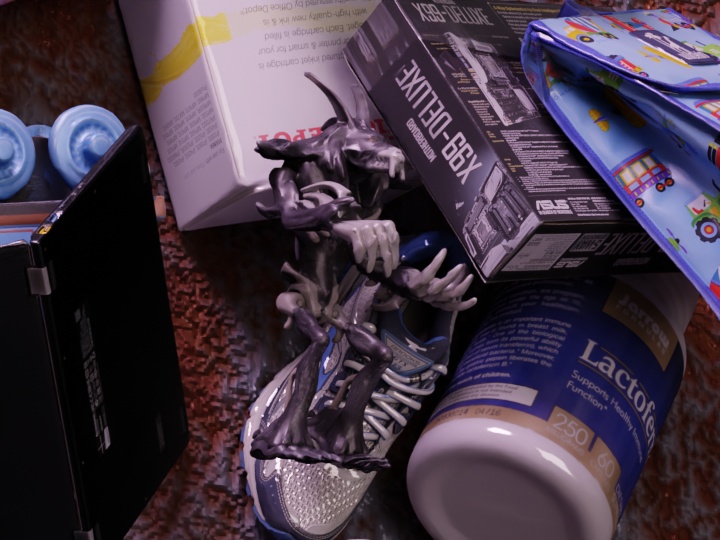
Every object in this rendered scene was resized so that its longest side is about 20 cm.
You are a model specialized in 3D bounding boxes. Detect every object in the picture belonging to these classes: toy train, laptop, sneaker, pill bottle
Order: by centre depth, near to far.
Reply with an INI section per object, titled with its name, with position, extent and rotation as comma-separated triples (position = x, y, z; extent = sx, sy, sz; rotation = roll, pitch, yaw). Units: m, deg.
[laptop]
position = -0.182, 0.052, 1.428
extent = 0.200, 0.115, 0.188
rotation = -56, 145, -55
[toy train]
position = -0.193, -0.021, 1.469
extent = 0.199, 0.087, 0.115
rotation = -3, 84, -33
[sneaker]
position = 0.002, 0.056, 1.552
extent = 0.077, 0.085, 0.201
rotation = 33, 61, -17
[pill bottle]
position = 0.111, 0.064, 1.587
extent = 0.116, 0.116, 0.200
rotation = 40, 48, -12

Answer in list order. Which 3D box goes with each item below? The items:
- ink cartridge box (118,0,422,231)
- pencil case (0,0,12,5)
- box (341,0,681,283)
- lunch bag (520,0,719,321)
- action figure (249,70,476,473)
[ink cartridge box]
position = -0.047, -0.132, 1.587
extent = 0.145, 0.083, 0.201
rotation = -9, 78, -33
[pencil case]
position = -0.200, -0.170, 1.500
extent = 0.199, 0.087, 0.088
rotation = -22, 85, -26
[box]
position = 0.104, -0.072, 1.558
extent = 0.199, 0.050, 0.158
rotation = -3, 53, -48
[lunch bag]
position = 0.177, -0.074, 1.532
extent = 0.200, 0.094, 0.150
rotation = 41, 29, 21
[action figure]
position = 0.000, 0.000, 1.476
extent = 0.119, 0.102, 0.201
rotation = 14, 80, -52
